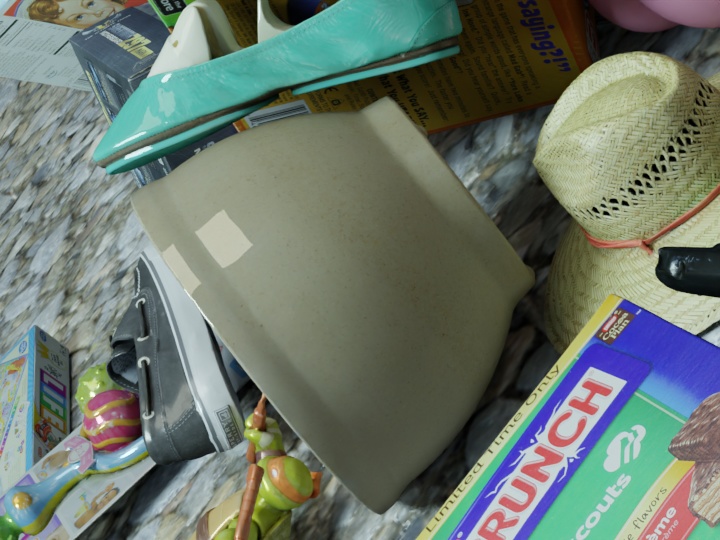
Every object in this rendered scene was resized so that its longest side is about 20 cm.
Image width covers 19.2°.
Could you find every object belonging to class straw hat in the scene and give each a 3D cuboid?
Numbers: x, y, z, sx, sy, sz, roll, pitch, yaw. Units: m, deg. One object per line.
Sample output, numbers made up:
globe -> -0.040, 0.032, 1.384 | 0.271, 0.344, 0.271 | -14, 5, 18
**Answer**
straw hat -> 0.134, -0.056, 1.008 | 0.201, 0.085, 0.201 | -39, 28, 25

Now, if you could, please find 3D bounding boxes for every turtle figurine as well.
turtle figurine -> -0.071, 0.141, 1.117 | 0.161, 0.064, 0.200 | -45, 11, 24

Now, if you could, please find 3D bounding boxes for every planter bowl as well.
planter bowl -> 0.000, 0.000, 1.048 | 0.135, 0.200, 0.200 | -39, 25, 2

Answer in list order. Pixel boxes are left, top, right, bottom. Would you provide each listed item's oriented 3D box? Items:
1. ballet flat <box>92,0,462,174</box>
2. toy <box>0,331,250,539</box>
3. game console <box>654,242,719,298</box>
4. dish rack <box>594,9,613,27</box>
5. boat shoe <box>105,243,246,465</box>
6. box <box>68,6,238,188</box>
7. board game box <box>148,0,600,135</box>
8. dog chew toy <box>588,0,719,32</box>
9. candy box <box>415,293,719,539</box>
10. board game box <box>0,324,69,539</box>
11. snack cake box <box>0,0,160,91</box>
ballet flat -> -0.049, -0.110, 1.053 | 0.199, 0.071, 0.067 | -19, 4, 14
toy -> -0.156, 0.092, 1.315 | 0.200, 0.047, 0.115 | -46, 28, -4
game console -> 0.235, -0.038, 0.781 | 0.200, 0.175, 0.117 | 2, 85, 61
dish rack -> 0.165, -0.228, 1.234 | 0.200, 0.055, 0.153 | -58, 24, -14
boat shoe -> -0.117, 0.050, 1.245 | 0.066, 0.070, 0.200 | -23, 36, -3
box -> -0.096, -0.050, 1.261 | 0.051, 0.201, 0.158 | -28, 21, -12
board game box -> 0.003, -0.206, 1.145 | 0.199, 0.200, 0.201 | -13, 56, 15
dog chew toy -> 0.181, -0.179, 1.070 | 0.200, 0.124, 0.125 | -26, 33, 58
candy box -> 0.113, 0.113, 0.821 | 0.169, 0.077, 0.200 | -53, 23, -2
board game box -> -0.257, 0.140, 1.476 | 0.134, 0.034, 0.200 | -44, 25, 16
snack cake box -> -0.170, -0.187, 1.315 | 0.200, 0.115, 0.067 | -33, 57, 49
